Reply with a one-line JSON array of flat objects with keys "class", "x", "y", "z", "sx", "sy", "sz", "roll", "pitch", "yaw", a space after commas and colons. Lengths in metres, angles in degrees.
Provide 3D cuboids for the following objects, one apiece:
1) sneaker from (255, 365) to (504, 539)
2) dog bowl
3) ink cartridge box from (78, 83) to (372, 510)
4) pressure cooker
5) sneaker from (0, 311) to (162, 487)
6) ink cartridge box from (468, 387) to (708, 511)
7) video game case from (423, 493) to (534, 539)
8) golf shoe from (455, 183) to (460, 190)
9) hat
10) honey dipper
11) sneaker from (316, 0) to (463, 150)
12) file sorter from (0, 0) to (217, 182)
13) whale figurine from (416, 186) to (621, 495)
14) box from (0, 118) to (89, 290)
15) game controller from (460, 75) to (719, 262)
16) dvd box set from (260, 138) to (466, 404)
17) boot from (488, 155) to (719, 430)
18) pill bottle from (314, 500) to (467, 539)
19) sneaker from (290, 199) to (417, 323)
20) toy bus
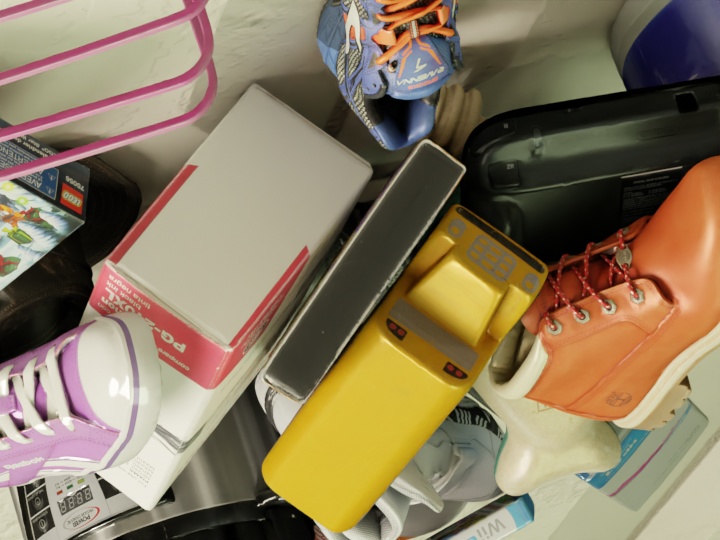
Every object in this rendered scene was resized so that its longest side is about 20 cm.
[{"class": "sneaker", "x": 0.026, "y": 0.124, "z": 1.724, "sx": 0.075, "sy": 0.115, "sz": 0.200, "roll": -41, "pitch": 135, "yaw": 25}, {"class": "dog bowl", "x": 0.244, "y": -0.126, "z": 1.612, "sx": 0.200, "sy": 0.079, "sz": 0.200, "roll": -17, "pitch": 158, "yaw": -7}, {"class": "ink cartridge box", "x": -0.086, "y": 0.018, "z": 1.572, "sx": 0.145, "sy": 0.084, "sz": 0.200, "roll": -52, "pitch": 176, "yaw": -33}, {"class": "pressure cooker", "x": -0.117, "y": 0.142, "z": 1.763, "sx": 0.178, "sy": 0.200, "sz": 0.176, "roll": -13, "pitch": 160, "yaw": -15}, {"class": "sneaker", "x": -0.184, "y": 0.077, "z": 1.484, "sx": 0.114, "sy": 0.073, "sz": 0.200, "roll": -4, "pitch": 163, "yaw": -35}, {"class": "ink cartridge box", "x": 0.127, "y": 0.070, "z": 1.822, "sx": 0.085, "sy": 0.144, "sz": 0.200, "roll": -53, "pitch": 163, "yaw": 2}, {"class": "video game case", "x": 0.014, "y": 0.187, "z": 1.751, "sx": 0.200, "sy": 0.018, "sz": 0.143, "roll": -30, "pitch": 177, "yaw": 3}, {"class": "golf shoe", "x": 0.128, "y": -0.027, "z": 1.722, "sx": 0.200, "sy": 0.095, "sz": 0.078, "roll": 2, "pitch": 150, "yaw": -38}, {"class": "hat", "x": -0.203, "y": 0.016, "z": 1.561, "sx": 0.200, "sy": 0.081, "sz": 0.201, "roll": -17, "pitch": 158, "yaw": -7}, {"class": "honey dipper", "x": 0.110, "y": -0.063, "z": 1.580, "sx": 0.200, "sy": 0.038, "sz": 0.038, "roll": 17, "pitch": 147, "yaw": -10}, {"class": "sneaker", "x": 0.024, "y": -0.127, "z": 1.430, "sx": 0.075, "sy": 0.079, "sz": 0.200, "roll": -17, "pitch": 157, "yaw": -8}, {"class": "file sorter", "x": -0.136, "y": -0.138, "z": 1.210, "sx": 0.139, "sy": 0.126, "sz": 0.200, "roll": -17, "pitch": 157, "yaw": -7}, {"class": "whale figurine", "x": 0.097, "y": 0.029, "z": 1.654, "sx": 0.159, "sy": 0.104, "sz": 0.200, "roll": -17, "pitch": 125, "yaw": -7}, {"class": "box", "x": -0.247, "y": -0.017, "z": 1.438, "sx": 0.137, "sy": 0.040, "sz": 0.200, "roll": 30, "pitch": 130, "yaw": -29}, {"class": "game controller", "x": 0.150, "y": -0.053, "z": 1.539, "sx": 0.200, "sy": 0.042, "sz": 0.104, "roll": -9, "pitch": 143, "yaw": -9}, {"class": "dvd box set", "x": 0.000, "y": 0.000, "z": 1.533, "sx": 0.146, "sy": 0.029, "sz": 0.200, "roll": -55, "pitch": -179, "yaw": -1}, {"class": "boot", "x": 0.140, "y": 0.010, "z": 1.526, "sx": 0.107, "sy": 0.075, "sz": 0.200, "roll": 10, "pitch": 135, "yaw": -19}, {"class": "pill bottle", "x": -0.020, "y": 0.130, "z": 1.897, "sx": 0.113, "sy": 0.113, "sz": 0.200, "roll": -4, "pitch": 169, "yaw": -34}, {"class": "sneaker", "x": 0.004, "y": 0.019, "z": 1.745, "sx": 0.114, "sy": 0.076, "sz": 0.200, "roll": -10, "pitch": 151, "yaw": -8}, {"class": "toy bus", "x": 0.021, "y": 0.053, "z": 1.537, "sx": 0.078, "sy": 0.065, "sz": 0.200, "roll": -53, "pitch": 180, "yaw": -41}]
